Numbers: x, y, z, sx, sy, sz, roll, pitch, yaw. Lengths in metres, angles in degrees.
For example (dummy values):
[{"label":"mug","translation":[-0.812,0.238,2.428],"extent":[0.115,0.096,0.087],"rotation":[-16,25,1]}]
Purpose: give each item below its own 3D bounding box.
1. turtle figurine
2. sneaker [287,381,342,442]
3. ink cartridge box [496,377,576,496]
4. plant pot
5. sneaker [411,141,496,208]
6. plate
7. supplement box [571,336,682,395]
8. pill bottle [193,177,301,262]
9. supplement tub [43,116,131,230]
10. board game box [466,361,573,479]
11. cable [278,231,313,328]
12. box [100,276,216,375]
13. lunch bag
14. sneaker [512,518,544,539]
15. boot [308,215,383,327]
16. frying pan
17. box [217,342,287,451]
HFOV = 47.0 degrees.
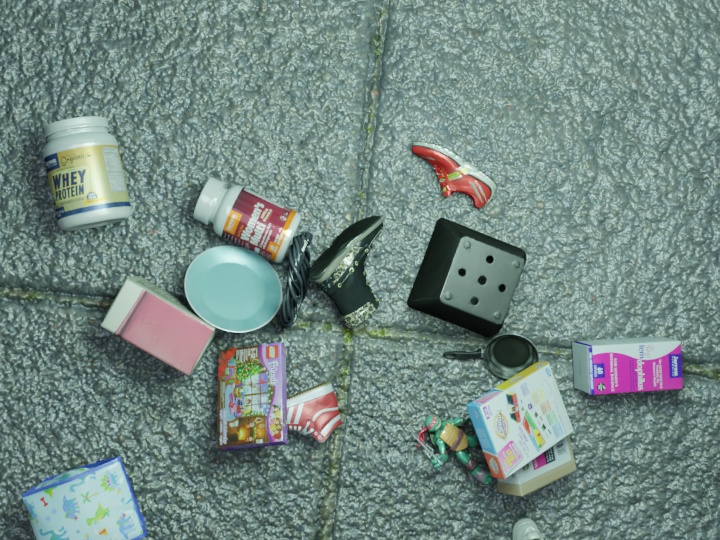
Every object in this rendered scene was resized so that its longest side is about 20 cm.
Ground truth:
[{"label":"turtle figurine","translation":[0.199,0.346,1.701],"extent":[0.199,0.101,0.151],"rotation":[36,80,-14]},{"label":"sneaker","translation":[-0.134,0.315,1.695],"extent":[0.198,0.071,0.114],"rotation":[-21,89,-5]},{"label":"ink cartridge box","translation":[0.343,0.337,1.694],"extent":[0.163,0.075,0.202],"rotation":[-15,93,-31]},{"label":"plant pot","translation":[0.227,0.016,1.660],"extent":[0.198,0.177,0.202],"rotation":[21,89,-4]},{"label":"sneaker","translation":[0.185,-0.196,1.705],"extent":[0.199,0.077,0.085],"rotation":[32,94,-3]},{"label":"plate","translation":[-0.256,0.039,1.664],"extent":[0.198,0.026,0.202],"rotation":[11,56,-16]},{"label":"supplement box","translation":[0.553,0.196,1.722],"extent":[0.197,0.103,0.103],"rotation":[-4,90,-5]},{"label":"pill bottle","translation":[-0.227,-0.104,1.662],"extent":[0.198,0.110,0.111],"rotation":[25,89,-4]},{"label":"supplement tub","translation":[-0.538,-0.189,1.623],"extent":[0.143,0.144,0.203],"rotation":[-12,92,-3]},{"label":"board game box","translation":[0.314,0.289,1.616],"extent":[0.199,0.040,0.155],"rotation":[-24,95,-30]},{"label":"cable","translation":[-0.126,0.028,1.638],"extent":[0.050,0.163,0.202],"rotation":[11,108,-4]},{"label":"box","translation":[-0.392,0.108,1.646],"extent":[0.199,0.128,0.110],"rotation":[30,89,-3]},{"label":"lunch bag","translation":[-0.539,0.477,1.645],"extent":[0.198,0.127,0.172],"rotation":[-20,92,7]},{"label":"sneaker","translation":[0.358,0.626,1.718],"extent":[0.074,0.100,0.203],"rotation":[-12,93,-5]},{"label":"boot","translation":[-0.001,0.000,1.700],"extent":[0.204,0.073,0.155],"rotation":[-45,118,-26]},{"label":"frying pan","translation":[0.280,0.188,1.736],"extent":[0.188,0.031,0.116],"rotation":[-19,113,23]},{"label":"box","translation":[-0.216,0.251,1.652],"extent":[0.135,0.039,0.202],"rotation":[-8,67,9]}]
